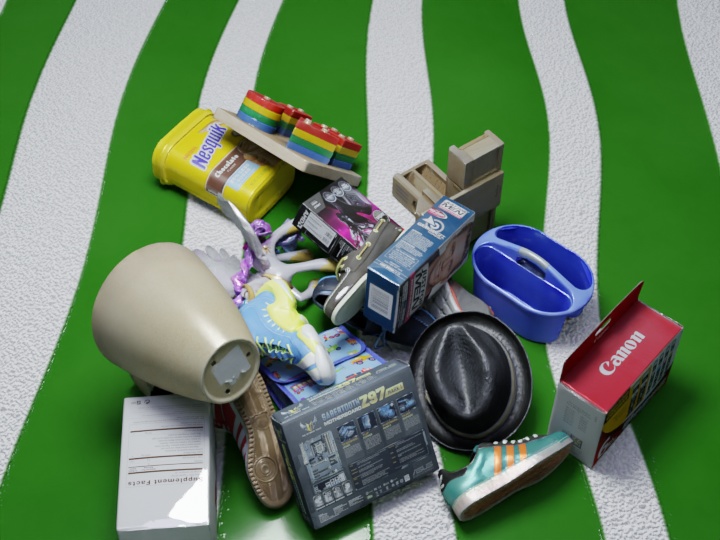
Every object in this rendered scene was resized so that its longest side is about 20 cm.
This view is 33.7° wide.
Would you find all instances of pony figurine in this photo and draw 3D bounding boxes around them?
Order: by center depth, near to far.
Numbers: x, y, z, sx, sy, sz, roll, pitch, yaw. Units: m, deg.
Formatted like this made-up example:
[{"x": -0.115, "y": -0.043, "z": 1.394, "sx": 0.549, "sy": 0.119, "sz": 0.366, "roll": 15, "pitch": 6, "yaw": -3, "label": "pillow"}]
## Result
[{"x": -0.149, "y": -0.017, "z": 1.822, "sx": 0.198, "sy": 0.168, "sz": 0.193, "roll": -22, "pitch": 59, "yaw": -39, "label": "pony figurine"}]

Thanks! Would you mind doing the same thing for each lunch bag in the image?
[{"x": -0.049, "y": 0.160, "z": 1.708, "sx": 0.149, "sy": 0.095, "sz": 0.200, "roll": -24, "pitch": 40, "yaw": -21, "label": "lunch bag"}]

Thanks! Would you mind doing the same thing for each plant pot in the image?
[{"x": -0.226, "y": 0.087, "z": 1.570, "sx": 0.186, "sy": 0.189, "sz": 0.199, "roll": -32, "pitch": 41, "yaw": -26, "label": "plant pot"}]

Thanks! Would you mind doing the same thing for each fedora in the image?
[{"x": 0.148, "y": 0.146, "z": 1.657, "sx": 0.197, "sy": 0.092, "sz": 0.204, "roll": -4, "pitch": 73, "yaw": 11, "label": "fedora"}]

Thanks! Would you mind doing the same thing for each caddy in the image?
[{"x": 0.260, "y": 0.012, "z": 1.811, "sx": 0.199, "sy": 0.106, "sz": 0.141, "roll": 34, "pitch": 57, "yaw": 26, "label": "caddy"}]

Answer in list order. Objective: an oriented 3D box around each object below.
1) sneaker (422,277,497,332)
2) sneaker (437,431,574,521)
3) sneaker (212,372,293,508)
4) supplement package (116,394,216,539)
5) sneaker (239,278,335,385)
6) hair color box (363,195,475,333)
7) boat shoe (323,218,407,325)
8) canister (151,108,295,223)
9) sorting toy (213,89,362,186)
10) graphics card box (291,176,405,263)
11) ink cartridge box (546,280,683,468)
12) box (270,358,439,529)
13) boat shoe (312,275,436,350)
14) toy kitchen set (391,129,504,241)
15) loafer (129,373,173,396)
[{"x": 0.158, "y": 0.069, "z": 1.802, "sx": 0.081, "sy": 0.078, "sz": 0.201, "roll": -1, "pitch": 43, "yaw": -39, "label": "sneaker"}, {"x": 0.196, "y": 0.259, "z": 1.618, "sx": 0.198, "sy": 0.072, "sz": 0.080, "roll": -25, "pitch": 57, "yaw": -19, "label": "sneaker"}, {"x": -0.152, "y": 0.233, "z": 1.649, "sx": 0.070, "sy": 0.112, "sz": 0.203, "roll": -14, "pitch": 81, "yaw": -26, "label": "sneaker"}, {"x": -0.250, "y": 0.280, "z": 1.562, "sx": 0.118, "sy": 0.122, "sz": 0.202, "roll": -3, "pitch": 49, "yaw": -4, "label": "supplement package"}, {"x": -0.112, "y": 0.105, "z": 1.669, "sx": 0.104, "sy": 0.076, "sz": 0.201, "roll": -31, "pitch": 47, "yaw": -3, "label": "sneaker"}, {"x": 0.087, "y": -0.010, "z": 1.730, "sx": 0.060, "sy": 0.101, "sz": 0.200, "roll": 29, "pitch": 50, "yaw": 22, "label": "hair color box"}, {"x": 0.000, "y": 0.000, "z": 1.726, "sx": 0.060, "sy": 0.072, "sz": 0.201, "roll": 32, "pitch": 52, "yaw": 14, "label": "boat shoe"}, {"x": -0.225, "y": -0.173, "z": 1.985, "sx": 0.198, "sy": 0.087, "sz": 0.149, "roll": 28, "pitch": 53, "yaw": 20, "label": "canister"}, {"x": -0.107, "y": -0.225, "z": 1.962, "sx": 0.199, "sy": 0.070, "sz": 0.198, "roll": 32, "pitch": 11, "yaw": 24, "label": "sorting toy"}, {"x": 0.005, "y": -0.049, "z": 1.844, "sx": 0.199, "sy": 0.051, "sz": 0.125, "roll": 40, "pitch": 38, "yaw": 10, "label": "graphics card box"}, {"x": 0.357, "y": 0.142, "z": 1.652, "sx": 0.083, "sy": 0.177, "sz": 0.200, "roll": 33, "pitch": 56, "yaw": 26, "label": "ink cartridge box"}, {"x": -0.005, "y": 0.230, "z": 1.589, "sx": 0.198, "sy": 0.160, "sz": 0.051, "roll": -23, "pitch": 16, "yaw": -20, "label": "box"}, {"x": 0.017, "y": 0.075, "z": 1.766, "sx": 0.197, "sy": 0.085, "sz": 0.069, "roll": 16, "pitch": 23, "yaw": 12, "label": "boat shoe"}, {"x": 0.105, "y": -0.139, "z": 1.879, "sx": 0.162, "sy": 0.202, "sz": 0.180, "roll": -29, "pitch": 55, "yaw": -24, "label": "toy kitchen set"}, {"x": -0.234, "y": 0.138, "z": 1.724, "sx": 0.197, "sy": 0.076, "sz": 0.069, "roll": -21, "pitch": 52, "yaw": -6, "label": "loafer"}]
